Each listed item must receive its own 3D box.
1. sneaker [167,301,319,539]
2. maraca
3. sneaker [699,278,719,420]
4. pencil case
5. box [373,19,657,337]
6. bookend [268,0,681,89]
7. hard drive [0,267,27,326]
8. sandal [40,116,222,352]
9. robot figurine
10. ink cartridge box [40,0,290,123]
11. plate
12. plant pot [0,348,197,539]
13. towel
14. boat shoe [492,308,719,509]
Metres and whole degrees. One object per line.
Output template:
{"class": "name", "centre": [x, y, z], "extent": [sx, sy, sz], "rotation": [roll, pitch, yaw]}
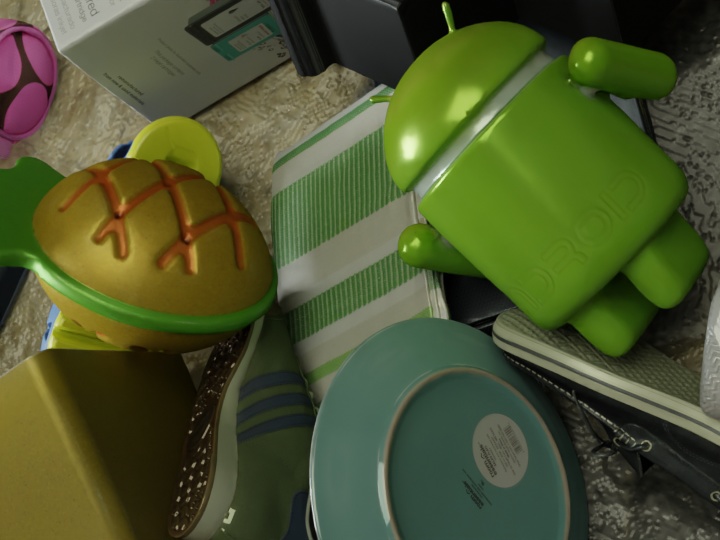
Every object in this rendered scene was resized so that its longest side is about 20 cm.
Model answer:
{"class": "sneaker", "centre": [-0.052, 0.102, 1.163], "extent": [0.067, 0.089, 0.201], "rotation": [-50, 18, 33]}
{"class": "maraca", "centre": [-0.144, -0.016, 1.163], "extent": [0.198, 0.137, 0.108], "rotation": [18, 119, -1]}
{"class": "sneaker", "centre": [0.258, 0.006, 1.054], "extent": [0.113, 0.076, 0.201], "rotation": [19, 59, 19]}
{"class": "pencil case", "centre": [-0.314, -0.135, 1.371], "extent": [0.199, 0.091, 0.095], "rotation": [9, 91, 28]}
{"class": "box", "centre": [0.100, -0.063, 1.182], "extent": [0.157, 0.051, 0.202], "rotation": [-18, 67, 17]}
{"class": "bookend", "centre": [0.081, -0.178, 1.132], "extent": [0.198, 0.092, 0.200], "rotation": [28, 63, 39]}
{"class": "hard drive", "centre": [-0.313, 0.036, 1.342], "extent": [0.139, 0.033, 0.201], "rotation": [20, 82, 28]}
{"class": "sandal", "centre": [-0.151, -0.006, 1.271], "extent": [0.201, 0.079, 0.087], "rotation": [-65, 25, 2]}
{"class": "robot figurine", "centre": [0.095, -0.050, 1.065], "extent": [0.200, 0.116, 0.176], "rotation": [44, 123, 3]}
{"class": "ink cartridge box", "centre": [-0.097, -0.218, 1.265], "extent": [0.199, 0.146, 0.148], "rotation": [-29, 64, 13]}
{"class": "plate", "centre": [0.058, 0.121, 1.065], "extent": [0.026, 0.199, 0.202], "rotation": [-23, 62, 49]}
{"class": "plant pot", "centre": [-0.175, 0.174, 1.152], "extent": [0.199, 0.200, 0.177], "rotation": [-35, 77, 13]}
{"class": "towel", "centre": [0.000, 0.000, 1.187], "extent": [0.152, 0.023, 0.202], "rotation": [-29, 63, 45]}
{"class": "boat shoe", "centre": [0.157, 0.081, 1.087], "extent": [0.199, 0.075, 0.063], "rotation": [27, 115, 14]}
